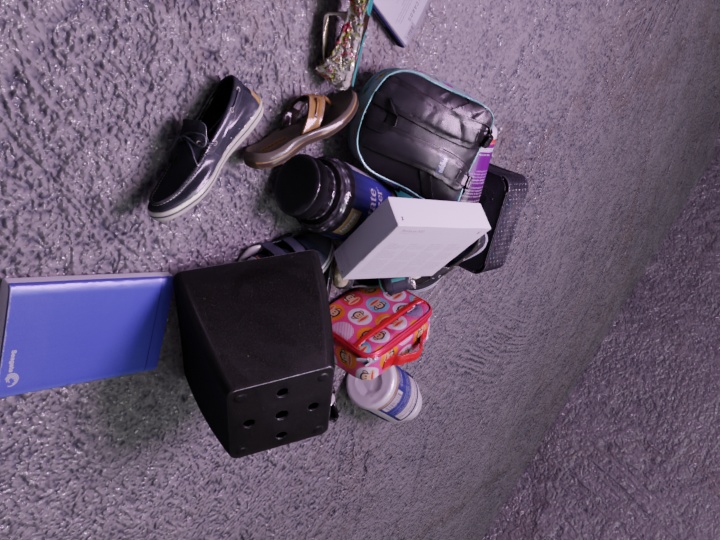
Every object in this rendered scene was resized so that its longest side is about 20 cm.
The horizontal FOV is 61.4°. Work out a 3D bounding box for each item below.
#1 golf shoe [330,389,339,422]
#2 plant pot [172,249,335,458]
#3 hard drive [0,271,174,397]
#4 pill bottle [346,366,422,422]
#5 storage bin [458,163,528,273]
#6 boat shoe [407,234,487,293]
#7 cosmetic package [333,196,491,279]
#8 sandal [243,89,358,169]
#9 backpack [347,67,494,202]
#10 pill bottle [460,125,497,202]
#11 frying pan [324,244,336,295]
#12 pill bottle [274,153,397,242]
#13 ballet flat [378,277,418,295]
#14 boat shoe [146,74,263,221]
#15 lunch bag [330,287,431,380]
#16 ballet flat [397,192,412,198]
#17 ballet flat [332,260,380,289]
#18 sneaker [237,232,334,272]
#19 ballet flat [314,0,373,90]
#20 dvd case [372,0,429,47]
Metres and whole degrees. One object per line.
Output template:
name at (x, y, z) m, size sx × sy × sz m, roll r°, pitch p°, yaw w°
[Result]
golf shoe at (-0.082, 0.192, 1.059) m, size 0.078 × 0.094 × 0.202 m, roll -44°, pitch 140°, yaw -22°
plant pot at (-0.126, 0.120, 0.800) m, size 0.195 × 0.179 × 0.203 m, roll -11°, pitch 134°, yaw -21°
hard drive at (-0.323, 0.070, 0.720) m, size 0.198 × 0.025 × 0.135 m, roll -3°, pitch 115°, yaw -52°
pill bottle at (0.059, 0.252, 1.265) m, size 0.112 × 0.110 × 0.200 m, roll -57°, pitch 145°, yaw -7°
storage bin at (0.243, -0.111, 1.241) m, size 0.093 × 0.134 × 0.205 m, roll -11°, pitch 121°, yaw -48°
boat shoe at (0.158, -0.024, 1.189) m, size 0.198 × 0.070 × 0.056 m, roll -35°, pitch 166°, yaw 17°
cosmetic package at (0.079, -0.046, 0.920) m, size 0.197 × 0.053 × 0.150 m, roll -2°, pitch 154°, yaw -40°
sandal at (-0.081, -0.205, 0.823) m, size 0.198 × 0.081 × 0.056 m, roll -35°, pitch 125°, yaw -23°
backpack at (0.079, -0.213, 0.929) m, size 0.196 × 0.154 × 0.179 m, roll 18°, pitch 110°, yaw -24°
pill bottle at (0.179, -0.181, 1.133) m, size 0.111 × 0.111 × 0.205 m, roll -13°, pitch 122°, yaw -47°
frying pan at (-0.060, 0.042, 0.962) m, size 0.117 × 0.030 × 0.193 m, roll 99°, pitch 0°, yaw -45°
pill bottle at (-0.033, -0.104, 0.908) m, size 0.198 × 0.111 × 0.114 m, roll 13°, pitch 103°, yaw -55°
ballet flat at (0.089, -0.001, 1.110) m, size 0.200 × 0.072 × 0.075 m, roll -36°, pitch 144°, yaw -70°
boat shoe at (-0.190, -0.146, 0.713) m, size 0.202 × 0.074 × 0.062 m, roll -57°, pitch 140°, yaw -17°
lunch bag at (0.032, 0.106, 1.076) m, size 0.198 × 0.174 × 0.084 m, roll -30°, pitch 138°, yaw -39°
ballet flat at (0.074, -0.128, 1.086) m, size 0.069 × 0.069 × 0.204 m, roll -14°, pitch 125°, yaw -47°
ballet flat at (0.000, 0.000, 1.025) m, size 0.199 × 0.056 × 0.068 m, roll -2°, pitch 107°, yaw -72°
sneaker at (-0.117, -0.006, 0.892) m, size 0.199 × 0.078 × 0.080 m, roll -42°, pitch 146°, yaw -25°
ballet flat at (-0.014, -0.341, 0.799) m, size 0.076 × 0.062 × 0.204 m, roll -88°, pitch -165°, yaw -64°
dvd case at (0.050, -0.443, 0.867) m, size 0.199 × 0.024 × 0.153 m, roll 29°, pitch 88°, yaw -56°
